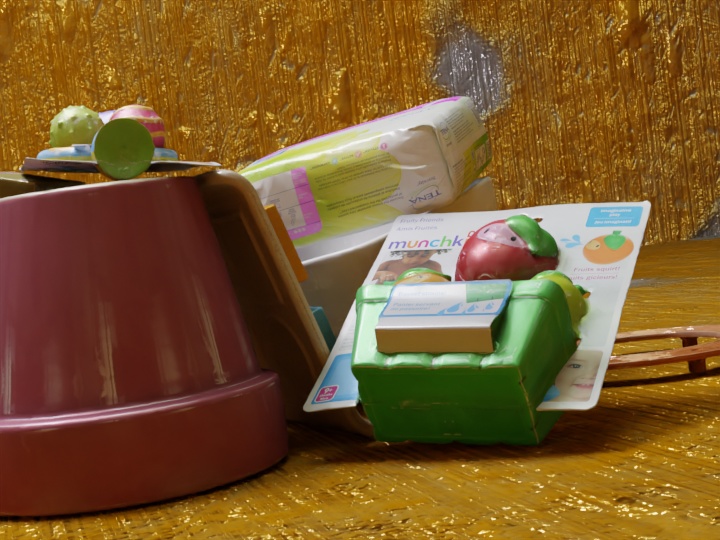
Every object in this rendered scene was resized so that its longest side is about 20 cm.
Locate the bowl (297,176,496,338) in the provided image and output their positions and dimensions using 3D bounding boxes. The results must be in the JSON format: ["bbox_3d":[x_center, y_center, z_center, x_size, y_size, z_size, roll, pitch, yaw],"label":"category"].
[{"bbox_3d":[0.000,0.000,1.013,0.198,0.075,0.199,-12,10,44],"label":"bowl"}]

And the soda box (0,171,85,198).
[{"bbox_3d":[-0.244,0.034,0.901,0.067,0.203,0.064,8,7,19],"label":"soda box"}]

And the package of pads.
[{"bbox_3d":[-0.008,-0.072,0.996,0.198,0.069,0.155,-16,11,19],"label":"package of pads"}]

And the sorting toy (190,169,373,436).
[{"bbox_3d":[-0.069,0.021,0.891,0.036,0.201,0.185,-33,12,-22],"label":"sorting toy"}]

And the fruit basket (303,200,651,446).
[{"bbox_3d":[0.074,0.014,0.797,0.183,0.094,0.201,-2,42,26],"label":"fruit basket"}]

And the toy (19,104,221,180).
[{"bbox_3d":[-0.163,-0.085,0.842,0.114,0.048,0.200,0,6,-16],"label":"toy"}]

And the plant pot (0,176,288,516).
[{"bbox_3d":[-0.152,0.039,0.793,0.197,0.181,0.200,-7,2,0],"label":"plant pot"}]

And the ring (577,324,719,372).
[{"bbox_3d":[0.219,0.066,1.009,0.198,0.019,0.200,-7,3,0],"label":"ring"}]
